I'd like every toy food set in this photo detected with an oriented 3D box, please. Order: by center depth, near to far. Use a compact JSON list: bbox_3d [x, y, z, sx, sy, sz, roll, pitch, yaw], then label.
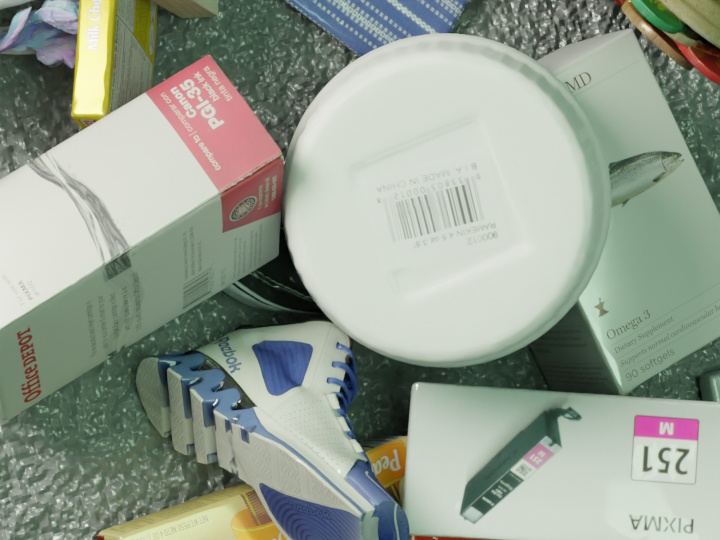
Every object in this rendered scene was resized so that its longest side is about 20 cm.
[{"bbox_3d":[0.166,-0.193,1.605,0.198,0.200,0.049,42,103,-3],"label":"toy food set"}]

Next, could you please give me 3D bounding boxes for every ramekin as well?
[{"bbox_3d":[0.048,-0.039,1.494,0.199,0.098,0.202,0,93,4],"label":"ramekin"}]

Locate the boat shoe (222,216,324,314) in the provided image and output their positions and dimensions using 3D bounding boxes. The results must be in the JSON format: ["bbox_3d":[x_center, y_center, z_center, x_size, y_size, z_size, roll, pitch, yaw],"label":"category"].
[{"bbox_3d":[0.000,0.003,1.586,0.198,0.068,0.074,19,81,-20],"label":"boat shoe"}]

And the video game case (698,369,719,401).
[{"bbox_3d":[0.327,0.151,1.737,0.181,0.024,0.201,-11,93,-21],"label":"video game case"}]

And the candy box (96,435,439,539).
[{"bbox_3d":[-0.049,0.185,1.567,0.199,0.055,0.116,-17,94,-22],"label":"candy box"}]

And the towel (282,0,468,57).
[{"bbox_3d":[0.025,-0.235,1.634,0.145,0.024,0.201,35,78,-19],"label":"towel"}]

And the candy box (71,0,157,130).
[{"bbox_3d":[-0.141,-0.172,1.506,0.026,0.102,0.201,0,76,11],"label":"candy box"}]

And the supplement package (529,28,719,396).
[{"bbox_3d":[0.146,-0.035,1.619,0.117,0.117,0.201,-29,98,-16],"label":"supplement package"}]

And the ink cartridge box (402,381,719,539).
[{"bbox_3d":[0.124,0.161,1.544,0.199,0.044,0.175,4,83,4],"label":"ink cartridge box"}]

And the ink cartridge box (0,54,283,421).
[{"bbox_3d":[-0.147,-0.016,1.471,0.199,0.147,0.083,-32,73,-15],"label":"ink cartridge box"}]

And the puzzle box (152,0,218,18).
[{"bbox_3d":[-0.113,-0.257,1.522,0.025,0.133,0.201,-3,88,8],"label":"puzzle box"}]

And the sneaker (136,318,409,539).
[{"bbox_3d":[-0.030,0.086,1.529,0.115,0.199,0.081,-33,143,-30],"label":"sneaker"}]

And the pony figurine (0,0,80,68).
[{"bbox_3d":[-0.246,-0.153,1.464,0.199,0.166,0.194,-16,95,-43],"label":"pony figurine"}]
